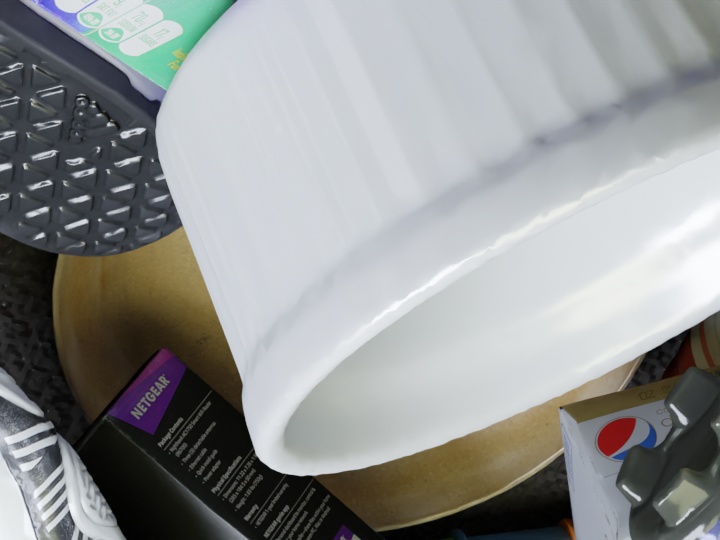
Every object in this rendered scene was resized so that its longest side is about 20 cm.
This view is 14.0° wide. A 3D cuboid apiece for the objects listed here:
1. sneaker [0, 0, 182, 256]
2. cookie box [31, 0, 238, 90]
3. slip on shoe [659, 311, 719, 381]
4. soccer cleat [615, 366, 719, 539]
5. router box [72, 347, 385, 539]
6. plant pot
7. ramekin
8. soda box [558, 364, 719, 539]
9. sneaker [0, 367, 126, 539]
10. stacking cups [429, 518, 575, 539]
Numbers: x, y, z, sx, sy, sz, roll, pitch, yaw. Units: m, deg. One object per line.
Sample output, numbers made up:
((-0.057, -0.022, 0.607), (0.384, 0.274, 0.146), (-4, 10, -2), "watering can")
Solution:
((-0.106, -0.082, 0.821), (0.071, 0.083, 0.200), (-21, 138, 24), "sneaker")
((0.017, -0.126, 0.769), (0.200, 0.075, 0.171), (-30, 162, 11), "cookie box")
((0.181, 0.074, 1.002), (0.199, 0.074, 0.061), (27, 129, -23), "slip on shoe")
((0.159, 0.022, 0.850), (0.084, 0.065, 0.200), (41, 87, -19), "soccer cleat")
((-0.070, 0.142, 0.952), (0.149, 0.051, 0.200), (42, 123, -3), "router box")
((0.000, 0.000, 0.936), (0.199, 0.028, 0.201), (-6, 126, -8), "plant pot")
((0.043, -0.035, 0.776), (0.200, 0.098, 0.201), (-25, 166, -7), "ramekin")
((0.113, 0.124, 0.960), (0.068, 0.064, 0.200), (-15, 134, -4), "soda box")
((-0.119, 0.111, 0.848), (0.115, 0.075, 0.200), (-40, 104, -23), "sneaker")
((0.055, 0.118, 1.009), (0.199, 0.061, 0.061), (-4, 126, -8), "stacking cups")
